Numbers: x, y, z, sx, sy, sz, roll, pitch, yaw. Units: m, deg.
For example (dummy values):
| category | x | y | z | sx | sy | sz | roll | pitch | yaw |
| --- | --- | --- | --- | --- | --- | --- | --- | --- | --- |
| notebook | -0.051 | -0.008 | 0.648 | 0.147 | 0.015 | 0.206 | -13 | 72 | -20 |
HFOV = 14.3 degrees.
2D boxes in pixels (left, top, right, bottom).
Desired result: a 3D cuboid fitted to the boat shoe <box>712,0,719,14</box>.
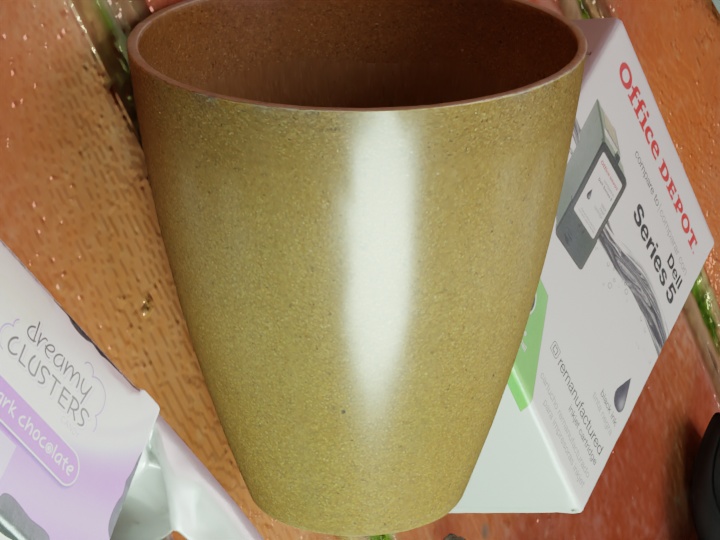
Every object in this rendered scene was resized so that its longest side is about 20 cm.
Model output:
| category | x | y | z | sx | sy | sz | roll | pitch | yaw |
| --- | --- | --- | --- | --- | --- | --- | --- | --- | --- |
| boat shoe | 0.215 | -0.209 | 1.614 | 0.200 | 0.070 | 0.091 | 51 | 46 | -51 |

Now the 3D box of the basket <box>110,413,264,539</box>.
| category | x | y | z | sx | sy | sz | roll | pitch | yaw |
| --- | --- | --- | --- | --- | --- | --- | --- | --- | --- |
| basket | -0.120 | 0.160 | 0.945 | 0.200 | 0.123 | 0.136 | -40 | 95 | -28 |

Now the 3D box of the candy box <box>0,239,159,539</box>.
| category | x | y | z | sx | sy | sz | roll | pitch | yaw |
| --- | --- | --- | --- | --- | --- | --- | --- | --- | --- |
| candy box | -0.188 | 0.026 | 0.854 | 0.168 | 0.199 | 0.072 | 51 | 47 | -41 |

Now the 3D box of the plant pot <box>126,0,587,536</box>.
| category | x | y | z | sx | sy | sz | roll | pitch | yaw |
| --- | --- | --- | --- | --- | --- | --- | --- | --- | --- |
| plant pot | 0.000 | 0.000 | 1.186 | 0.186 | 0.185 | 0.202 | -31 | 126 | -53 |

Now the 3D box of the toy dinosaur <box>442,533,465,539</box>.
| category | x | y | z | sx | sy | sz | roll | pitch | yaw |
| --- | --- | --- | --- | --- | --- | --- | --- | --- | --- |
| toy dinosaur | 0.040 | 0.187 | 1.338 | 0.200 | 0.058 | 0.102 | 42 | 68 | -38 |

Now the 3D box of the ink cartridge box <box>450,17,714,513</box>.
| category | x | y | z | sx | sy | sz | roll | pitch | yaw |
| --- | --- | --- | --- | --- | --- | --- | --- | --- | --- |
| ink cartridge box | 0.082 | -0.005 | 1.372 | 0.200 | 0.084 | 0.146 | -58 | 133 | -41 |

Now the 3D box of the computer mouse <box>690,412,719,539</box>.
| category | x | y | z | sx | sy | sz | roll | pitch | yaw |
| --- | --- | --- | --- | --- | --- | --- | --- | --- | --- |
| computer mouse | 0.226 | 0.171 | 1.536 | 0.140 | 0.046 | 0.201 | 122 | -56 | -80 |
